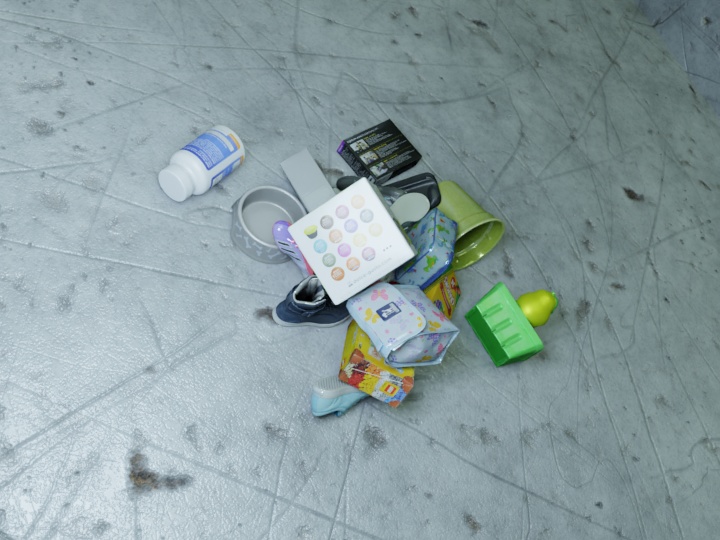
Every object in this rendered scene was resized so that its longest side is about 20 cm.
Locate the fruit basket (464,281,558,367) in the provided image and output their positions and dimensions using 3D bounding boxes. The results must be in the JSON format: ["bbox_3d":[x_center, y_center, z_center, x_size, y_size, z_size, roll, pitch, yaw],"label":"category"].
[{"bbox_3d":[0.401,0.123,1.810,0.215,0.156,0.216,4,67,-11],"label":"fruit basket"}]

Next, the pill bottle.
[{"bbox_3d":[-0.372,-0.247,1.652,0.112,0.112,0.200,43,52,1],"label":"pill bottle"}]

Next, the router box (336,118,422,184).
[{"bbox_3d":[0.055,-0.324,1.959,0.200,0.051,0.149,-32,78,-37],"label":"router box"}]

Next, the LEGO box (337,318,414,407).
[{"bbox_3d":[0.042,0.188,1.589,0.149,0.077,0.200,29,29,-10],"label":"LEGO box"}]

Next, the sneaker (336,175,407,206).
[{"bbox_3d":[0.023,-0.188,1.811,0.200,0.075,0.079,18,84,19],"label":"sneaker"}]

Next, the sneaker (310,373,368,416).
[{"bbox_3d":[-0.036,0.276,1.560,0.200,0.082,0.074,0,21,-44],"label":"sneaker"}]

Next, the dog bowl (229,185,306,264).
[{"bbox_3d":[-0.215,-0.116,1.692,0.200,0.059,0.200,12,57,-20],"label":"dog bowl"}]

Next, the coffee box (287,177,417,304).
[{"bbox_3d":[-0.010,-0.065,1.556,0.198,0.200,0.200,58,8,1],"label":"coffee box"}]

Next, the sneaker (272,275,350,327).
[{"bbox_3d":[-0.081,0.069,1.598,0.202,0.146,0.077,-6,63,-32],"label":"sneaker"}]

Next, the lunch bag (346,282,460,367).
[{"bbox_3d":[0.087,0.116,1.535,0.200,0.127,0.170,1,36,-40],"label":"lunch bag"}]

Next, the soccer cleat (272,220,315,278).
[{"bbox_3d":[-0.128,-0.035,1.628,0.067,0.076,0.200,-46,119,-25],"label":"soccer cleat"}]

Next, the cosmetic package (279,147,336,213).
[{"bbox_3d":[-0.111,-0.189,1.740,0.090,0.107,0.200,-29,76,-1],"label":"cosmetic package"}]

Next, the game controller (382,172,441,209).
[{"bbox_3d":[0.108,-0.187,1.850,0.200,0.042,0.105,-17,73,11],"label":"game controller"}]

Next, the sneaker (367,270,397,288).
[{"bbox_3d":[0.001,0.000,1.730,0.201,0.067,0.108,-3,73,-23],"label":"sneaker"}]

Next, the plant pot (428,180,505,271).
[{"bbox_3d":[0.248,-0.131,1.877,0.200,0.200,0.184,-14,58,-33],"label":"plant pot"}]

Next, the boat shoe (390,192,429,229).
[{"bbox_3d":[0.090,-0.130,1.751,0.200,0.062,0.073,-36,90,-32],"label":"boat shoe"}]

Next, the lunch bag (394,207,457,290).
[{"bbox_3d":[0.156,-0.047,1.718,0.082,0.161,0.200,36,33,-17],"label":"lunch bag"}]

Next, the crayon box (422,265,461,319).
[{"bbox_3d":[0.184,0.080,1.748,0.200,0.051,0.127,-61,142,-37],"label":"crayon box"}]

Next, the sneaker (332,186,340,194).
[{"bbox_3d":[-0.009,-0.141,1.795,0.078,0.086,0.200,-31,80,-38],"label":"sneaker"}]
